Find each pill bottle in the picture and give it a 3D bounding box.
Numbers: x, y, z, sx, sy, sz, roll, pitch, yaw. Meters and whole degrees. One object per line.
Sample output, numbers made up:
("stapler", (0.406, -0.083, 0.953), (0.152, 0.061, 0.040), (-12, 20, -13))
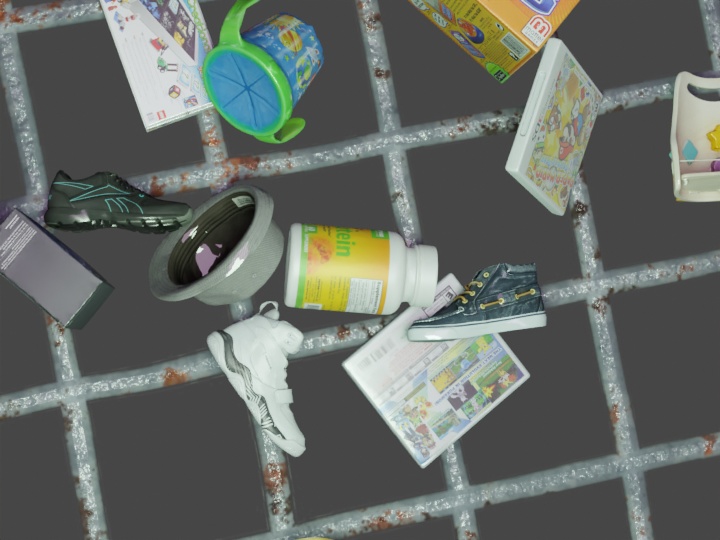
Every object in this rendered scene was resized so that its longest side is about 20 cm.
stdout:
("pill bottle", (0.000, 0.000, 1.690), (0.197, 0.111, 0.113), (5, 86, -6))

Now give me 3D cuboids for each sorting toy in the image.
("sorting toy", (0.511, -0.195, 1.773), (0.197, 0.107, 0.183), (-3, 80, -6))

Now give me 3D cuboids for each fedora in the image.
("fedora", (-0.176, -0.018, 1.667), (0.199, 0.177, 0.090), (-39, 125, 9))

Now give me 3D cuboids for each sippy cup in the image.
("sippy cup", (-0.119, -0.269, 1.675), (0.139, 0.179, 0.131), (34, 52, 8))

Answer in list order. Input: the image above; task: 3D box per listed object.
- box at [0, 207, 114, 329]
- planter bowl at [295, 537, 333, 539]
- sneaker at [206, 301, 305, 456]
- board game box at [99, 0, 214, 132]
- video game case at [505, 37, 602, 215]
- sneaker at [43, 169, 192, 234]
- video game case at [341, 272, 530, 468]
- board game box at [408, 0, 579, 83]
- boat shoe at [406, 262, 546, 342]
("box", (-0.392, 0.002, 1.599), (0.141, 0.200, 0.079), (43, 83, -3))
("planter bowl", (-0.066, 0.449, 1.671), (0.197, 0.083, 0.204), (0, 87, -7))
("sneaker", (-0.108, 0.142, 1.687), (0.114, 0.075, 0.201), (-35, 88, -4))
("board game box", (-0.265, -0.304, 1.714), (0.125, 0.035, 0.202), (-20, 90, -8))
("video game case", (0.264, -0.188, 1.701), (0.023, 0.200, 0.184), (16, 84, 29))
("sneaker", (-0.319, -0.092, 1.671), (0.197, 0.075, 0.080), (2, 78, 1))
("video game case", (0.104, 0.137, 1.740), (0.199, 0.022, 0.183), (-39, 92, -8))
("board game box", (0.198, -0.408, 1.691), (0.199, 0.200, 0.200), (40, 84, -3))
("boat shoe", (0.152, 0.044, 1.710), (0.197, 0.071, 0.092), (-8, 86, -15))
